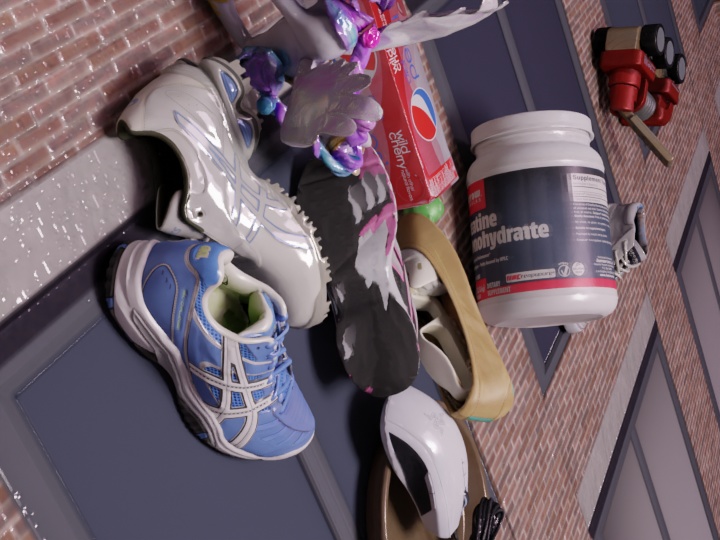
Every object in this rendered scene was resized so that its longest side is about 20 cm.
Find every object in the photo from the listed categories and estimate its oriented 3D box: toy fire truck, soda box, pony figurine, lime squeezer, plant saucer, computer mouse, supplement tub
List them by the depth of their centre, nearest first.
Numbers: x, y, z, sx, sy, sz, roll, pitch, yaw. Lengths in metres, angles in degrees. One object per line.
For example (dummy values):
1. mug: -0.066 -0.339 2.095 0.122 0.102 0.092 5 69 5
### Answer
1. pony figurine: -0.023 -0.159 0.733 0.166 0.193 0.200 -37 102 -23
2. computer mouse: 0.073 0.178 0.890 0.200 0.044 0.110 64 34 -27
3. soda box: 0.014 -0.151 0.908 0.063 0.070 0.200 -44 120 -56
4. plant saucer: 0.059 0.211 0.928 0.200 0.029 0.200 22 63 -56
5. lime squeezer: 0.059 -0.027 1.000 0.071 0.038 0.200 92 -2 -74
6. supplement tub: 0.180 -0.047 1.098 0.140 0.140 0.200 11 72 -59
7. toy fire truck: 0.421 -0.245 1.609 0.176 0.129 0.200 23 74 -57

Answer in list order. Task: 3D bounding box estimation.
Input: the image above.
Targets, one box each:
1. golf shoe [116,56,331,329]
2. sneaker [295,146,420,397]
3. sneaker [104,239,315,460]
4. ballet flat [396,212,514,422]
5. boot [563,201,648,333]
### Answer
1. golf shoe: -0.093 -0.035 0.711 0.097 0.078 0.200 -40 112 -37
2. sneaker: 0.000 0.000 0.861 0.086 0.080 0.200 29 53 -82
3. sneaker: -0.077 0.056 0.687 0.200 0.077 0.076 54 37 -40
4. ballet flat: 0.064 0.035 0.909 0.063 0.069 0.200 -5 58 -41
5. boot: 0.303 -0.011 1.345 0.074 0.095 0.200 54 39 -39
